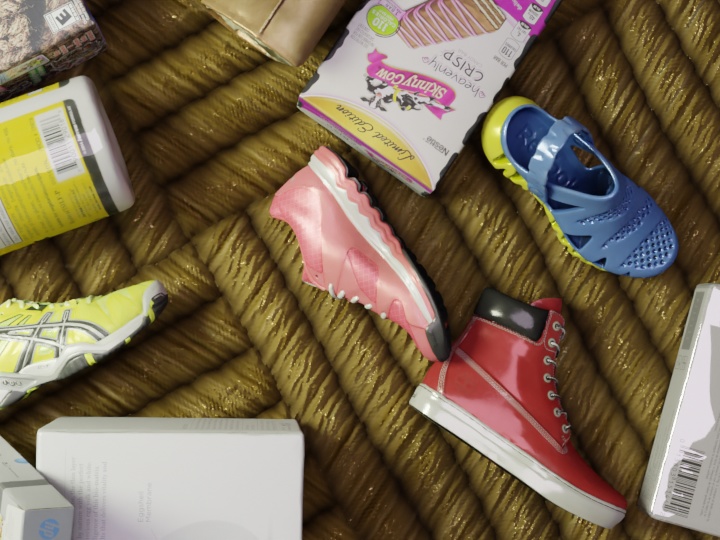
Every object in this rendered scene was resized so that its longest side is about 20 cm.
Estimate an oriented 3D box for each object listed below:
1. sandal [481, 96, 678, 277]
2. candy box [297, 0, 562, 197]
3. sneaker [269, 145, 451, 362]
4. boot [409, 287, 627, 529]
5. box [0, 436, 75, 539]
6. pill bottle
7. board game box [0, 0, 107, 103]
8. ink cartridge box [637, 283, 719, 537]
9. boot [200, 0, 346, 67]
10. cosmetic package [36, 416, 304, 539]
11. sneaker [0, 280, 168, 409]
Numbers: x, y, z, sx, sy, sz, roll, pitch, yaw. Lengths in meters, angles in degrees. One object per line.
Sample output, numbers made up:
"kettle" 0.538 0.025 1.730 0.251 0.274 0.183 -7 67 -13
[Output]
"sandal" 0.186 -0.062 1.066 0.200 0.087 0.080 37 84 -18
"candy box" 0.057 -0.181 1.080 0.136 0.061 0.201 34 86 -3
"sneaker" 0.000 0.000 1.073 0.087 0.074 0.201 -35 82 7
"boot" 0.160 0.107 1.078 0.199 0.072 0.145 35 84 1
"box" -0.267 0.217 0.965 0.041 0.200 0.157 3 98 -33
"pill bottle" -0.286 -0.069 1.023 0.199 0.111 0.112 -20 90 -5
"board game box" -0.327 -0.209 1.031 0.199 0.097 0.160 -29 91 -5
"ink cartridge box" 0.344 0.131 1.103 0.175 0.045 0.201 17 87 -3
"boot" 0.001 -0.240 1.023 0.175 0.066 0.200 34 85 21
"cosmetic package" -0.146 0.218 1.020 0.198 0.123 0.201 2 88 -6
"sneaker" -0.249 0.051 1.041 0.199 0.075 0.077 -26 91 -6
